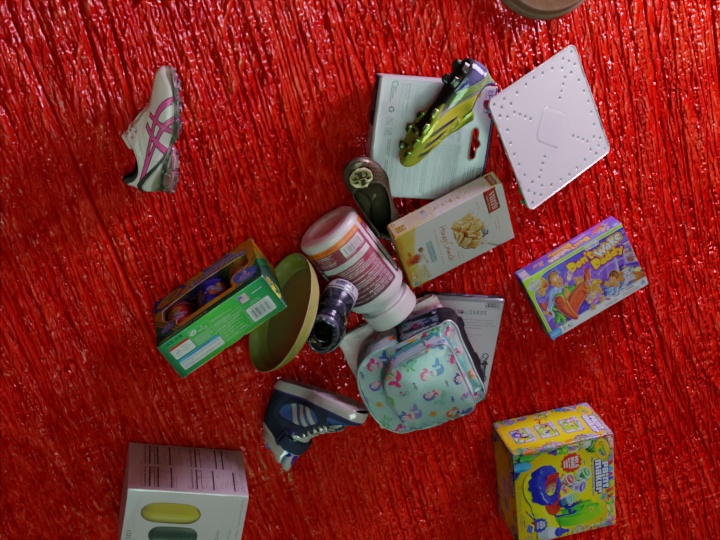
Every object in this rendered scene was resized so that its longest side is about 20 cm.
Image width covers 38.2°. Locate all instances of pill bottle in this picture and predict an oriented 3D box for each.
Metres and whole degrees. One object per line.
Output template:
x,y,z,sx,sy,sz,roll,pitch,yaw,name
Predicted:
0.000,0.000,1.718,0.109,0.110,0.200,-37,113,3,pill bottle

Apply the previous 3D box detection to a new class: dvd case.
0.167,0.136,1.851,0.150,0.025,0.200,4,109,-13,dvd case

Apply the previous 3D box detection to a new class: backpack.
0.094,0.177,1.735,0.200,0.151,0.178,-21,109,12,backpack

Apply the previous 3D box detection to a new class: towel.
0.082,0.161,1.817,0.191,0.032,0.200,-22,108,8,towel

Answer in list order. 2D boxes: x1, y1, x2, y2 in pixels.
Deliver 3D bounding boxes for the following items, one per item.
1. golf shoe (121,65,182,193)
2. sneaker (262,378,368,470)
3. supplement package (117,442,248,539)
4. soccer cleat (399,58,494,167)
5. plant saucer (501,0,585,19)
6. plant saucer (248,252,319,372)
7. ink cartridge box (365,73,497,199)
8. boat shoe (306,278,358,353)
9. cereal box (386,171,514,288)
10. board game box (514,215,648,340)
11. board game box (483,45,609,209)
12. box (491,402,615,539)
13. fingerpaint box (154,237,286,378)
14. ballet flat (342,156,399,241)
-0.318,-0.215,1.590,0.092,0.073,0.200,4,110,-12,golf shoe
-0.083,0.276,1.763,0.081,0.200,0.147,11,93,-54,sneaker
-0.307,0.403,1.784,0.200,0.151,0.152,7,109,-14,supplement package
0.137,-0.238,1.639,0.084,0.065,0.200,30,100,-29,soccer cleat
0.298,-0.495,1.637,0.200,0.029,0.201,-4,112,-10,plant saucer
-0.119,0.071,1.674,0.031,0.200,0.200,20,106,-28,plant saucer
0.110,-0.215,1.697,0.200,0.043,0.197,2,109,-16,ink cartridge box
-0.064,0.099,1.706,0.071,0.091,0.200,26,144,4,boat shoe
0.153,-0.065,1.730,0.200,0.040,0.144,-27,139,-3,cereal box
0.391,0.014,1.840,0.200,0.045,0.135,-31,113,1,board game box
0.305,-0.234,1.699,0.200,0.026,0.200,-36,115,-22,board game box
0.358,0.376,1.930,0.192,0.122,0.200,-12,112,-8,box
-0.229,0.055,1.659,0.200,0.167,0.073,-34,115,3,fingerpaint box
0.022,-0.108,1.669,0.067,0.046,0.200,-14,143,8,ballet flat
